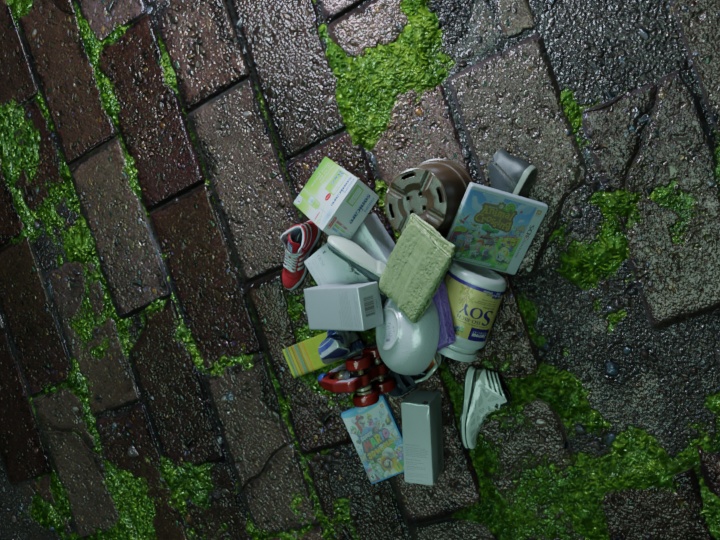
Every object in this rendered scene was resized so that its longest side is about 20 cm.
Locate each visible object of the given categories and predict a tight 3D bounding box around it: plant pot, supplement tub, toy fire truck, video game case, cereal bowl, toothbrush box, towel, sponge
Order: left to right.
[{"bbox_3d":[-0.117,0.223,1.784,0.196,0.018,0.088,-23,93,23],"label":"towel"},{"bbox_3d":[-0.063,-0.171,1.598,0.147,0.085,0.200,-53,37,5],"label":"toothbrush box"},{"bbox_3d":[-0.017,0.263,1.632,0.164,0.198,0.116,-10,96,34],"label":"toy fire truck"},{"bbox_3d":[0.046,0.448,1.739,0.141,0.018,0.205,-27,85,25],"label":"video game case"},{"bbox_3d":[0.093,0.138,1.512,0.198,0.081,0.207,-22,64,55],"label":"cereal bowl"},{"bbox_3d":[0.120,-0.003,1.417,0.148,0.036,0.204,45,123,34],"label":"towel"},{"bbox_3d":[0.155,-0.160,1.518,0.194,0.197,0.208,3,97,22],"label":"plant pot"},{"bbox_3d":[0.162,0.087,1.516,0.111,0.029,0.206,-41,49,50],"label":"sponge"},{"bbox_3d":[0.246,0.094,1.539,0.142,0.145,0.206,22,105,19],"label":"supplement tub"},{"bbox_3d":[0.300,-0.090,1.479,0.194,0.022,0.186,13,119,-15],"label":"video game case"}]

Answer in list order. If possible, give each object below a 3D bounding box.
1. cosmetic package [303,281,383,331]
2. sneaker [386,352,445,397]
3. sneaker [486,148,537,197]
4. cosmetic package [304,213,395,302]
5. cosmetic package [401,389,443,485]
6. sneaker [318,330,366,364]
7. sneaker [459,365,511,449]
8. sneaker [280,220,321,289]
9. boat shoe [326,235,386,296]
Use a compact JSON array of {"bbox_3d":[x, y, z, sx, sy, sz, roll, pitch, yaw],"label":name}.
[{"bbox_3d":[-0.043,0.084,1.538,0.197,0.073,0.105,-2,98,48],"label":"cosmetic package"},{"bbox_3d":[0.126,0.254,1.649,0.200,0.079,0.079,-44,80,23],"label":"sneaker"},{"bbox_3d":[0.321,-0.173,1.523,0.106,0.074,0.204,39,113,29],"label":"sneaker"},{"bbox_3d":[0.000,0.000,1.647,0.198,0.122,0.202,-37,82,21],"label":"cosmetic package"},{"bbox_3d":[0.156,0.414,1.638,0.079,0.112,0.207,-2,94,22],"label":"cosmetic package"},{"bbox_3d":[-0.062,0.165,1.661,0.079,0.198,0.118,-31,75,17],"label":"sneaker"},{"bbox_3d":[0.304,0.341,1.583,0.112,0.075,0.208,6,97,24],"label":"sneaker"},{"bbox_3d":[-0.176,-0.037,1.722,0.070,0.112,0.205,28,107,17],"label":"sneaker"},{"bbox_3d":[-0.002,-0.007,1.521,0.197,0.073,0.062,32,118,-11],"label":"boat shoe"}]
